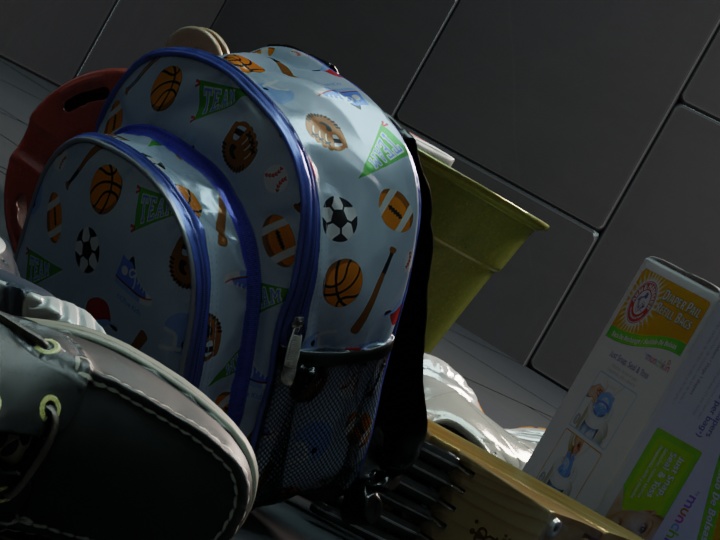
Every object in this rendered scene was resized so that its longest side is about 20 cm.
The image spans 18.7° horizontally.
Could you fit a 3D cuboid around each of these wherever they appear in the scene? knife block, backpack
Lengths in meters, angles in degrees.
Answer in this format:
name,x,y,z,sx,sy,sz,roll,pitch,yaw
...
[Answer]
name,x,y,z,sx,sy,sz,roll,pitch,yaw
knife block,0.040,0.117,1.137,0.175,0.064,0.200,32,4,33
backpack,-0.064,-0.006,0.989,0.200,0.191,0.154,31,19,35

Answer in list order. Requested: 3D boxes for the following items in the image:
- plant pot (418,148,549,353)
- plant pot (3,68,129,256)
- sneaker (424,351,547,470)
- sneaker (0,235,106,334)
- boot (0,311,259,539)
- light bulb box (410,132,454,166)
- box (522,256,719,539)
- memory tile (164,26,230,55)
name,x,y,z,sx,sy,sz,roll,pitch,yaw
plant pot,0.000,0.000,1.545,0.200,0.190,0.200,30,3,-2
plant pot,-0.106,-0.040,1.346,0.200,0.201,0.195,31,11,25
sneaker,0.090,0.137,1.414,0.200,0.076,0.092,31,22,-15
sneaker,-0.130,0.029,0.777,0.198,0.080,0.130,20,9,12
boot,-0.121,0.051,0.620,0.203,0.074,0.154,25,6,-11
light bulb box,-0.051,-0.045,1.730,0.125,0.200,0.198,29,2,-20
box,0.177,0.110,1.259,0.112,0.200,0.101,28,3,-21
memory tile,-0.093,-0.051,1.481,0.153,0.201,0.017,29,22,24
